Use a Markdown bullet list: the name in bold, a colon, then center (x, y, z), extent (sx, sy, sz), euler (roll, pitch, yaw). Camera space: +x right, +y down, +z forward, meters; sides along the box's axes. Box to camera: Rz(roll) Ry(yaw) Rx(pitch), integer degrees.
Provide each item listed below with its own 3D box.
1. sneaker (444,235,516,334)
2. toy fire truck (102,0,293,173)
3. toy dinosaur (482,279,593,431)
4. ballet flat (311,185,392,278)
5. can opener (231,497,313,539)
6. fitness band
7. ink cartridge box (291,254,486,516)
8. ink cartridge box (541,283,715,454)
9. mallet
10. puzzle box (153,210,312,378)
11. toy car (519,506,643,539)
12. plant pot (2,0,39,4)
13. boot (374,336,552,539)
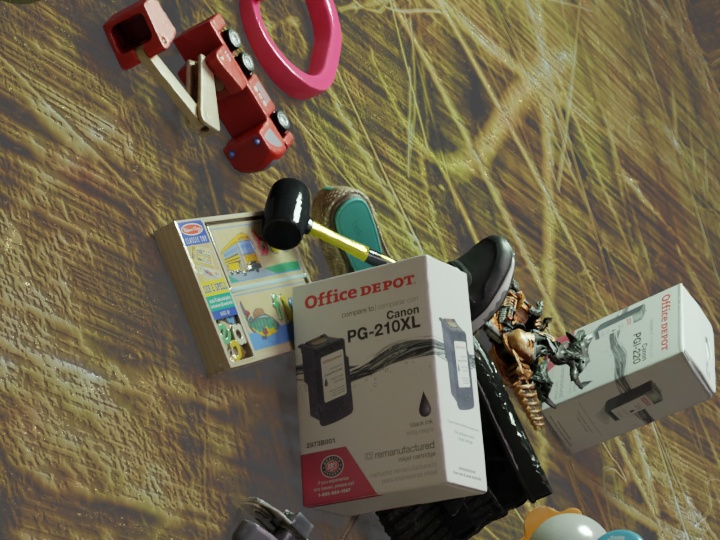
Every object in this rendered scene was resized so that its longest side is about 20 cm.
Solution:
- **sneaker**: center (0.062, 0.033, 1.526), extent (0.088, 0.200, 0.076), euler (43, -2, -31)
- **toy fire truck**: center (-0.142, -0.166, 1.453), extent (0.201, 0.048, 0.141), euler (59, 26, -17)
- **toy dinosaur**: center (0.188, 0.098, 1.870), extent (0.135, 0.102, 0.202), euler (26, 62, -34)
- **ballet flat**: center (0.000, 0.000, 1.560), extent (0.065, 0.070, 0.201), euler (35, -34, 53)
- **can opener**: center (-0.038, 0.258, 1.307), extent (0.200, 0.053, 0.067), euler (52, 60, -30)
- **fitness band**: center (-0.073, -0.267, 1.702), extent (0.144, 0.037, 0.201), euler (54, 28, -30)
- **ink cartridge box**: center (0.023, 0.101, 1.395), extent (0.084, 0.144, 0.202), euler (24, 57, -57)
- **ink cartridge box**: center (0.328, 0.121, 1.964), extent (0.085, 0.199, 0.146), euler (53, 27, -25)
- **mallet**: center (-0.001, -0.025, 1.478), extent (0.199, 0.041, 0.066), euler (22, 40, -22)
- **puzzle box**: center (-0.099, 0.015, 1.408), extent (0.200, 0.025, 0.134), euler (-14, 80, -65)
- **toy car**: center (0.215, 0.327, 1.663), extent (0.200, 0.176, 0.185), euler (50, -9, 50)
- **plant pot**: center (-0.277, -0.276, 1.143), extent (0.184, 0.199, 0.202), euler (16, 53, -74)
- **boot**: center (0.064, 0.152, 1.465), extent (0.212, 0.157, 0.079), euler (65, 9, 15)
